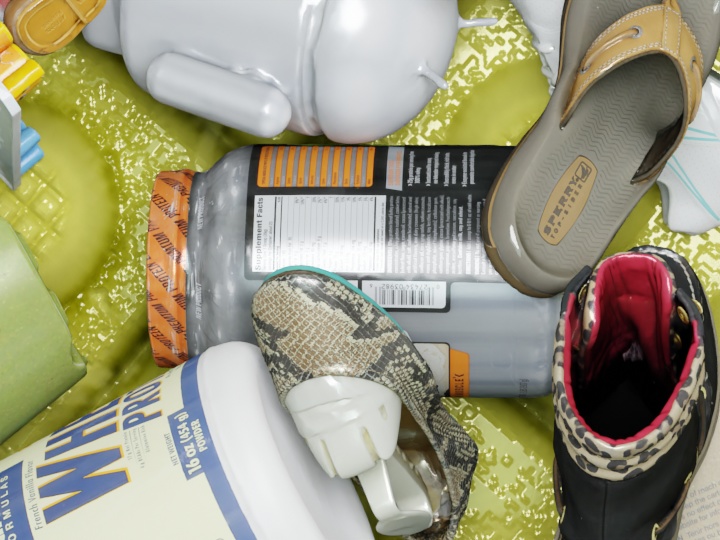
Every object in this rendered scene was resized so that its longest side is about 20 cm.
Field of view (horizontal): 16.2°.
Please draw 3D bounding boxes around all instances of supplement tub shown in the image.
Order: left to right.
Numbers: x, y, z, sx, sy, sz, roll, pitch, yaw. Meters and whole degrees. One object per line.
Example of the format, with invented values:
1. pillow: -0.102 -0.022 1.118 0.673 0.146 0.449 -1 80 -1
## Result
1. supplement tub: -0.105 0.137 1.151 0.199 0.145 0.146 -28 89 9
2. supplement tub: 0.000 0.000 1.224 0.198 0.123 0.124 1 91 4

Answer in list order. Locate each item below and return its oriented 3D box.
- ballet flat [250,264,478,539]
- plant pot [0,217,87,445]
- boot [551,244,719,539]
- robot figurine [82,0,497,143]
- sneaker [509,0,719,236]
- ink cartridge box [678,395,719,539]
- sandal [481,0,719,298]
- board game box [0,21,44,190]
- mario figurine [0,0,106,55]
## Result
1. ballet flat: 0.007 0.074 1.152 0.067 0.200 0.076 -11 58 18
2. plant pot: -0.239 0.044 1.217 0.189 0.200 0.201 -29 89 -9
3. boot: 0.123 0.043 1.129 0.073 0.151 0.201 11 56 12
4. robot figurine: -0.038 -0.127 1.217 0.199 0.113 0.170 15 49 17
5. sneaker: 0.120 -0.093 1.233 0.200 0.070 0.080 41 102 -11
6. ink cartridge box: 0.223 0.125 1.237 0.199 0.075 0.166 -22 88 4
7. sandal: 0.119 -0.080 1.153 0.082 0.055 0.201 36 70 -17
8. board game box: -0.219 -0.138 1.198 0.026 0.200 0.200 -39 88 -11
9. mario figurine: -0.189 -0.163 1.201 0.105 0.200 0.124 11 107 -25
